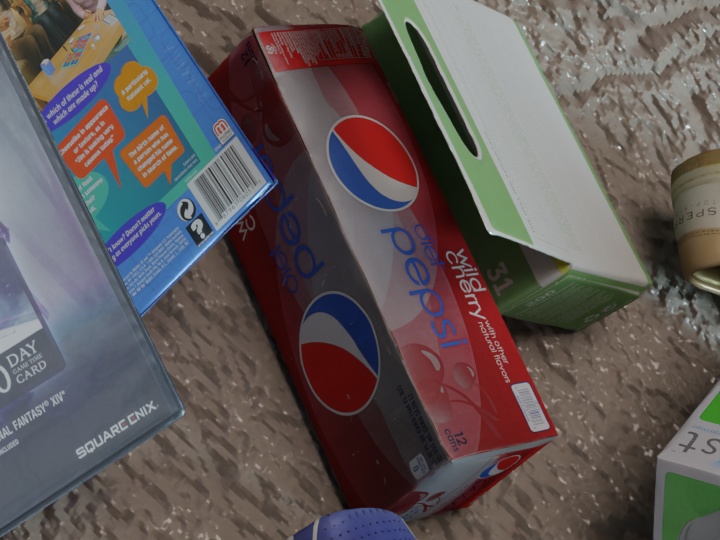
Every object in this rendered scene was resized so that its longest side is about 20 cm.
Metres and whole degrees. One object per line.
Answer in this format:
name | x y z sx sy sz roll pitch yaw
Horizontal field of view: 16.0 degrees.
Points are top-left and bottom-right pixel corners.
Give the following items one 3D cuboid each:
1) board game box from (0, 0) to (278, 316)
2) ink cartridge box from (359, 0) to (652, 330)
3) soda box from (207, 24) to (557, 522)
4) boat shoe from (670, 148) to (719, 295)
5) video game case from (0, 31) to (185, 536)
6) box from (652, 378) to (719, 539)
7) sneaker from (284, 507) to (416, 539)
board game box | -0.139 -0.064 0.930 0.152 0.045 0.201 -45 113 -31
ink cartridge box | 0.045 -0.054 1.080 0.200 0.048 0.146 12 50 -64
soda box | 0.000 0.000 1.047 0.063 0.070 0.201 -8 66 -40
boat shoe | 0.227 0.011 1.224 0.199 0.074 0.070 23 61 -23
video game case | -0.159 -0.001 0.874 0.143 0.019 0.201 -33 108 -26
box | 0.247 0.099 1.082 0.199 0.097 0.176 16 35 27
sneaker | 0.050 0.169 0.934 0.080 0.115 0.200 -5 64 -41
